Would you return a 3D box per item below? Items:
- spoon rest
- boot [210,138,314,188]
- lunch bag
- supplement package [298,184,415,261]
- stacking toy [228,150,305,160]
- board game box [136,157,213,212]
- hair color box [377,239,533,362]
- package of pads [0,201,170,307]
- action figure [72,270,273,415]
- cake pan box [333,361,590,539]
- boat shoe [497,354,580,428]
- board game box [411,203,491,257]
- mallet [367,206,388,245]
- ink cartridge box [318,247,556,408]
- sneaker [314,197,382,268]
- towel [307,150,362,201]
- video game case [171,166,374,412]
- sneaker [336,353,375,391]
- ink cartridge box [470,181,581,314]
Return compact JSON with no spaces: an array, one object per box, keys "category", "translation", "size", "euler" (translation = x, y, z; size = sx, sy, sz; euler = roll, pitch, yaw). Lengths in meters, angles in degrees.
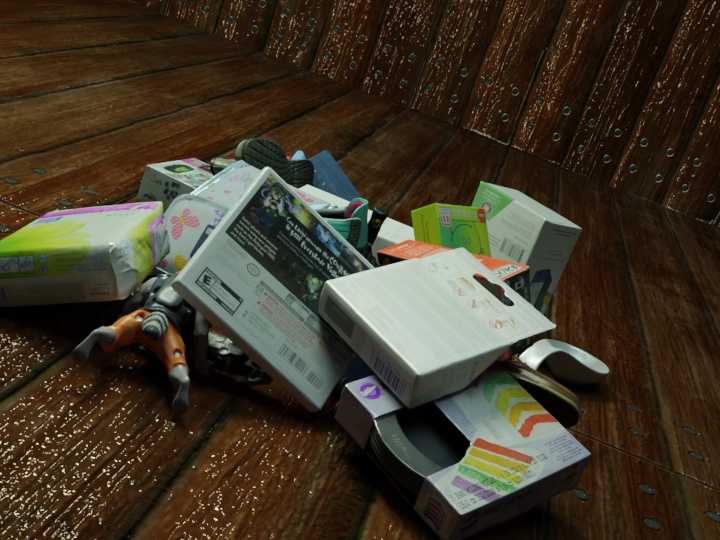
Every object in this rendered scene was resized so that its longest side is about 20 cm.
[{"category":"spoon rest","translation":[0.271,0.124,1.432],"size":[0.099,0.061,0.199],"euler":[32,22,33]},{"category":"boot","translation":[-0.161,-0.142,1.491],"size":[0.130,0.068,0.200],"euler":[5,-4,23]},{"category":"lunch bag","translation":[-0.148,-0.031,1.306],"size":[0.169,0.128,0.200],"euler":[27,47,25]},{"category":"supplement package","translation":[-0.020,-0.024,1.456],"size":[0.199,0.118,0.117],"euler":[23,17,8]},{"category":"stacking toy","translation":[-0.188,-0.137,1.674],"size":[0.199,0.117,0.110],"euler":[7,22,5]},{"category":"board game box","translation":[-0.208,-0.098,1.563],"size":[0.199,0.065,0.147],"euler":[26,19,14]},{"category":"hair color box","translation":[0.111,0.032,1.263],"size":[0.061,0.102,0.199],"euler":[-21,23,-38]},{"category":"package of pads","translation":[-0.299,-0.019,1.139],"size":[0.153,0.069,0.200],"euler":[-4,17,7]},{"category":"action figure","translation":[-0.174,0.062,1.067],"size":[0.199,0.105,0.194],"euler":[17,28,0]},{"category":"cake pan box","translation":[0.098,0.165,1.040],"size":[0.199,0.053,0.184],"euler":[-12,43,-37]},{"category":"boat shoe","translation":[0.176,0.126,1.272],"size":[0.199,0.072,0.068],"euler":[22,45,12]},{"category":"board game box","translation":[0.129,0.017,1.383],"size":[0.101,0.201,0.047],"euler":[2,-13,-45]},{"category":"mallet","translation":[0.000,0.000,1.303],"size":[0.066,0.200,0.041],"euler":[25,42,-12]},{"category":"ink cartridge box","translation":[0.080,0.052,1.103],"size":[0.199,0.050,0.161],"euler":[-13,43,-37]},{"category":"sneaker","translation":[0.000,-0.020,1.219],"size":[0.199,0.121,0.084],"euler":[16,12,-14]},{"category":"towel","translation":[-0.026,-0.086,1.613],"size":[0.200,0.048,0.112],"euler":[55,23,-1]},{"category":"video game case","translation":[-0.075,0.018,1.107],"size":[0.200,0.023,0.182],"euler":[43,54,-13]},{"category":"sneaker","translation":[-0.014,0.102,1.161],"size":[0.199,0.076,0.105],"euler":[5,38,16]},{"category":"ink cartridge box","translation":[0.208,-0.006,1.517],"size":[0.087,0.201,0.145],"euler":[9,20,-41]}]
